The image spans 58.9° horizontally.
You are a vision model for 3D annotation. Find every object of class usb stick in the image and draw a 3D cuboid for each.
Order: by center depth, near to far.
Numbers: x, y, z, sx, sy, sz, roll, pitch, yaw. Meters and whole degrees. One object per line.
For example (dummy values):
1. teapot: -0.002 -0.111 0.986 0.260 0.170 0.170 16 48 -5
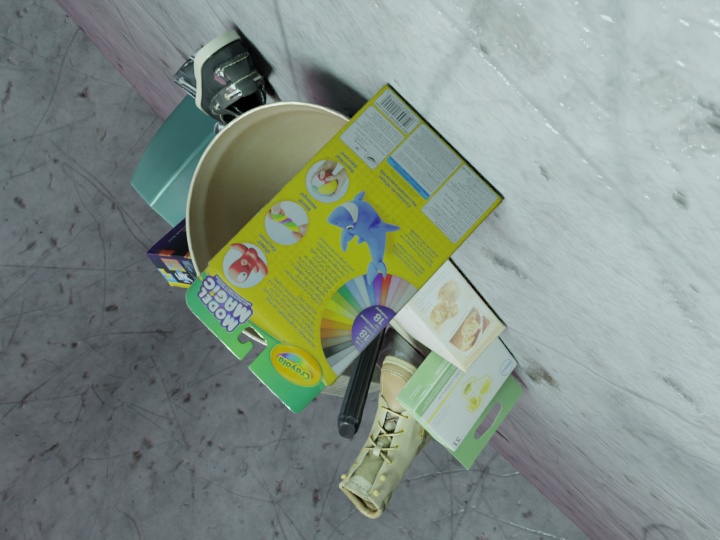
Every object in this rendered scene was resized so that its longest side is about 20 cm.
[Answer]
1. usb stick: 0.005 0.138 0.901 0.032 0.201 0.056 16 140 2

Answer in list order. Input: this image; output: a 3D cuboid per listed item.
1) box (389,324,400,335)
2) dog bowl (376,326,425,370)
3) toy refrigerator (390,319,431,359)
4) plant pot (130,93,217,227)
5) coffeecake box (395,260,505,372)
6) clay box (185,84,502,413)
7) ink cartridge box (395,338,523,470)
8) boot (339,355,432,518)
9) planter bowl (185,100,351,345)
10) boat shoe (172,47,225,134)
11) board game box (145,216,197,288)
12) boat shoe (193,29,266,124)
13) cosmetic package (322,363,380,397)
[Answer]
1. box: 0.108 0.101 1.026 0.200 0.070 0.064 47 174 -18
2. dog bowl: 0.095 0.177 0.987 0.200 0.059 0.200 44 176 4
3. toy refrigerator: 0.115 0.094 0.910 0.200 0.076 0.070 46 174 -6
4. plant pot: -0.236 -0.160 0.964 0.141 0.200 0.141 39 172 43
5. coffeecake box: 0.053 0.007 0.747 0.200 0.073 0.153 47 173 -23
6. clay box: -0.012 -0.014 0.440 0.115 0.200 0.048 44 174 2
7. ink cartridge box: 0.150 0.170 0.836 0.200 0.146 0.048 48 166 -33
8. boot: 0.032 0.222 0.839 0.072 0.156 0.201 22 143 27
9. planter bowl: -0.033 -0.043 0.570 0.200 0.201 0.135 43 -159 8
10. boat shoe: -0.163 -0.199 0.839 0.200 0.068 0.072 45 174 -5
11. board game box: -0.135 -0.063 0.743 0.164 0.200 0.057 5 136 51
12. boat shoe: -0.139 -0.192 0.709 0.068 0.072 0.200 49 172 -4
13. cosmetic package: -0.047 0.144 1.033 0.199 0.103 0.088 24 -126 -50
